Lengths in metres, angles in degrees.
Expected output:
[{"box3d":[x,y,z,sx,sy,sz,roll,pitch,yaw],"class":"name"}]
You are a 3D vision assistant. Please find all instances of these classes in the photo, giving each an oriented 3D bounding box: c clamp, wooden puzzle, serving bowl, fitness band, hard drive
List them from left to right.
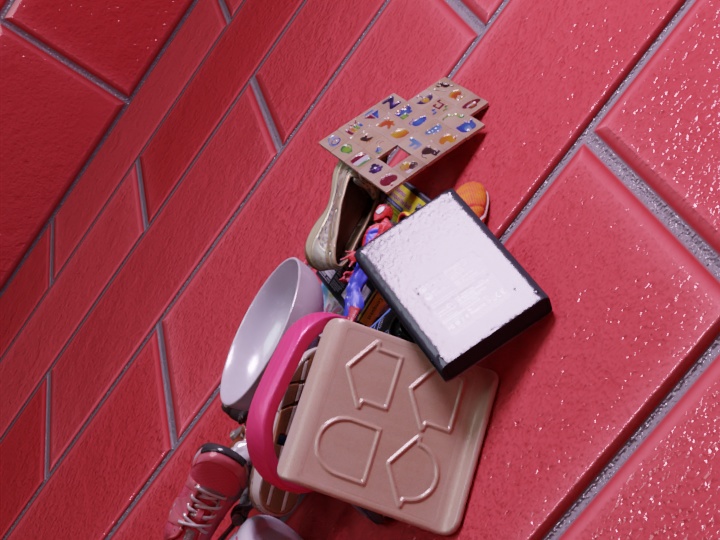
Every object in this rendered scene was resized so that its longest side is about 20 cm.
[{"box3d":[-0.128,0.271,1.531,0.171,0.027,0.200,-44,1,6],"class":"c clamp"},{"box3d":[-0.100,0.088,1.542,0.201,0.065,0.201,-53,19,27],"class":"serving bowl"},{"box3d":[-0.052,0.145,1.362,0.037,0.144,0.202,4,61,42],"class":"fitness band"},{"box3d":[0.030,0.166,1.311,0.046,0.197,0.188,96,-169,-66],"class":"wooden puzzle"},{"box3d":[0.096,0.010,1.349,0.138,0.033,0.201,-33,50,-5],"class":"hard drive"}]

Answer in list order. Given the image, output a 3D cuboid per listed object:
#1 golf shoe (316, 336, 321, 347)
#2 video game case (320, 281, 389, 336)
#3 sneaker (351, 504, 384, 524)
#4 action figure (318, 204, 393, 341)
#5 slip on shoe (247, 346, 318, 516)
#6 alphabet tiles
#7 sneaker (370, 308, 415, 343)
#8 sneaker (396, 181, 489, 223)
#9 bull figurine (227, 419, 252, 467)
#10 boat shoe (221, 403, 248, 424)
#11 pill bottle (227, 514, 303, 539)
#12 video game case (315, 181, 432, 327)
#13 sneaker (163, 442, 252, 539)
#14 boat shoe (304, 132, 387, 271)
[{"box3d":[-0.050,0.137,1.584,0.098,0.077,0.200,-65,24,2],"class":"golf shoe"},{"box3d":[0.004,0.015,1.673,0.199,0.018,0.145,-33,37,44],"class":"video game case"},{"box3d":[-0.002,0.218,1.430,0.087,0.075,0.199,-49,31,-7],"class":"sneaker"},{"box3d":[0.000,0.000,1.538,0.066,0.051,0.202,107,-172,-61],"class":"action figure"},{"box3d":[-0.077,0.183,1.425,0.060,0.075,0.203,-13,58,64],"class":"slip on shoe"},{"box3d":[0.066,-0.188,1.643,0.199,0.008,0.167,-34,42,-16],"class":"alphabet tiles"},{"box3d":[0.024,0.100,1.451,0.201,0.070,0.078,-50,7,0],"class":"sneaker"},{"box3d":[0.089,-0.054,1.479,0.072,0.078,0.200,-16,24,49],"class":"sneaker"},{"box3d":[-0.130,0.217,1.546,0.121,0.065,0.200,-38,1,33],"class":"bull figurine"},{"box3d":[-0.126,0.122,1.709,0.203,0.060,0.072,-62,-10,7],"class":"boat shoe"},{"box3d":[-0.149,0.389,1.451,0.200,0.108,0.109,-49,27,22],"class":"pill bottle"},{"box3d":[0.022,-0.035,1.645,0.182,0.025,0.200,-57,25,6],"class":"video game case"},{"box3d":[-0.181,0.281,1.437,0.087,0.073,0.201,-71,7,-47],"class":"sneaker"},{"box3d":[-0.006,-0.089,1.650,0.062,0.073,0.203,5,70,54],"class":"boat shoe"}]
